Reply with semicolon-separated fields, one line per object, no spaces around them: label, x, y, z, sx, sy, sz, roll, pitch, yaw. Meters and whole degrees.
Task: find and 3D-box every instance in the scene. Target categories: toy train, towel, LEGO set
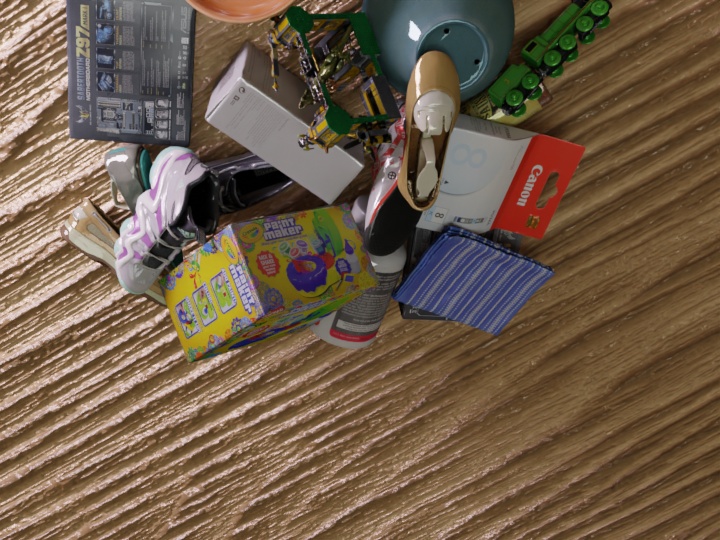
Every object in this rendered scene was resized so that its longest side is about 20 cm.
toy train;0.240;-0.278;1.359;0.200;0.056;0.042;-47;153;-5
towel;0.158;0.019;1.494;0.199;0.024;0.145;19;125;-29
LEGO set;-0.045;-0.220;1.309;0.116;0.153;0.201;-33;83;50

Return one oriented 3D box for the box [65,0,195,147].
box;-0.288;-0.259;1.347;0.156;0.051;0.202;3;121;-8

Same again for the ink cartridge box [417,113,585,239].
ink cartridge box;0.182;-0.112;1.420;0.198;0.047;0.161;13;126;-11

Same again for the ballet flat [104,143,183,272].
ballet flat;-0.291;-0.079;1.427;0.063;0.068;0.201;-6;127;9

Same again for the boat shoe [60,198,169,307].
boat shoe;-0.313;-0.024;1.480;0.199;0.072;0.076;37;95;-25

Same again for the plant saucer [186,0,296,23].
plant saucer;-0.136;-0.390;1.251;0.198;0.037;0.202;1;96;12

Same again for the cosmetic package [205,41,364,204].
cosmetic package;-0.092;-0.189;1.372;0.199;0.113;0.081;36;118;-22

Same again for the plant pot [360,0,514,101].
plant pot;0.103;-0.288;1.322;0.198;0.135;0.202;-2;121;-4

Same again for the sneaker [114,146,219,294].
sneaker;-0.234;-0.047;1.339;0.077;0.140;0.202;12;103;-43

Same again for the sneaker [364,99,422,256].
sneaker;0.041;-0.126;1.407;0.067;0.108;0.203;12;105;-28

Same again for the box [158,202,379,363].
box;-0.121;0.015;1.393;0.199;0.123;0.192;-14;167;-42

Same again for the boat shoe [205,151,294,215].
boat shoe;-0.171;-0.109;1.437;0.198;0.068;0.072;-18;121;8

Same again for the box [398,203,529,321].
box;0.145;-0.022;1.536;0.157;0.048;0.202;2;120;-9

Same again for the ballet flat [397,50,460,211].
ballet flat;0.086;-0.161;1.285;0.068;0.063;0.201;-1;126;-8

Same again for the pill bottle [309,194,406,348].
pill bottle;0.000;0.000;1.498;0.110;0.111;0.201;14;119;-14

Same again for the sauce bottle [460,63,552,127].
sauce bottle;0.157;-0.197;1.422;0.199;0.066;0.066;-34;119;12
